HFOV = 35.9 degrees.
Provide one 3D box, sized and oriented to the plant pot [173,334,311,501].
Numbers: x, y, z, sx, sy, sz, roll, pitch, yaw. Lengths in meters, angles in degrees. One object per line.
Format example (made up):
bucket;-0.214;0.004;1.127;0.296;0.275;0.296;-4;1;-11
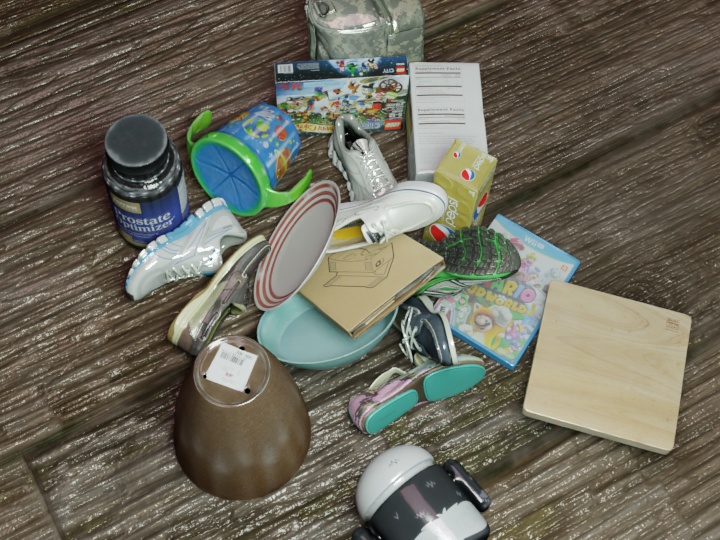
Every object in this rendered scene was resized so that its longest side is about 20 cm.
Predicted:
plant pot;-0.155;0.165;1.396;0.183;0.201;0.190;1;60;-1

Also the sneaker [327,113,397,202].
sneaker;0.011;-0.144;1.641;0.074;0.081;0.201;-26;67;-17

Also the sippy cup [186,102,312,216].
sippy cup;-0.159;-0.172;1.629;0.178;0.139;0.131;51;53;-14

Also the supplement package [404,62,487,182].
supplement package;0.125;-0.196;1.654;0.107;0.114;0.203;0;60;-3

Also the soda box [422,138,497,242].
soda box;0.135;-0.089;1.545;0.067;0.201;0.064;28;61;13

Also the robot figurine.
robot figurine;0.080;0.312;1.371;0.200;0.150;0.125;49;112;21

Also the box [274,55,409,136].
box;-0.029;-0.259;1.669;0.196;0.137;0.038;-4;61;-4

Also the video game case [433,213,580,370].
video game case;0.207;0.027;1.588;0.142;0.018;0.201;30;64;15

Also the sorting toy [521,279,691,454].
sorting toy;0.329;0.138;1.503;0.197;0.070;0.201;15;62;6

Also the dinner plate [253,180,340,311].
dinner plate;-0.083;-0.031;1.527;0.024;0.199;0.203;29;59;-23

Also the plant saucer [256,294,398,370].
plant saucer;-0.041;0.075;1.505;0.197;0.036;0.201;-11;32;7

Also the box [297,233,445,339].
box;0.000;0.000;1.523;0.163;0.021;0.199;-38;36;-13

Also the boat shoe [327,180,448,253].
boat shoe;0.025;-0.064;1.507;0.197;0.071;0.070;-10;39;27

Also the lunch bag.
lunch bag;-0.002;-0.349;1.684;0.165;0.201;0.141;-20;62;-14

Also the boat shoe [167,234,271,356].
boat shoe;-0.184;0.038;1.545;0.065;0.073;0.201;37;71;7

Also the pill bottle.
pill bottle;-0.300;-0.123;1.548;0.110;0.201;0.114;1;61;-2

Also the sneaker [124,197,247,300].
sneaker;-0.242;-0.017;1.568;0.087;0.075;0.200;43;68;13

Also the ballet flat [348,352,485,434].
ballet flat;0.071;0.150;1.496;0.198;0.070;0.071;-25;45;-14

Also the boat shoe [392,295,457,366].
boat shoe;0.080;0.080;1.473;0.061;0.076;0.200;-10;21;-9

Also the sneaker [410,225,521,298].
sneaker;0.134;-0.007;1.531;0.197;0.085;0.079;-3;57;35
